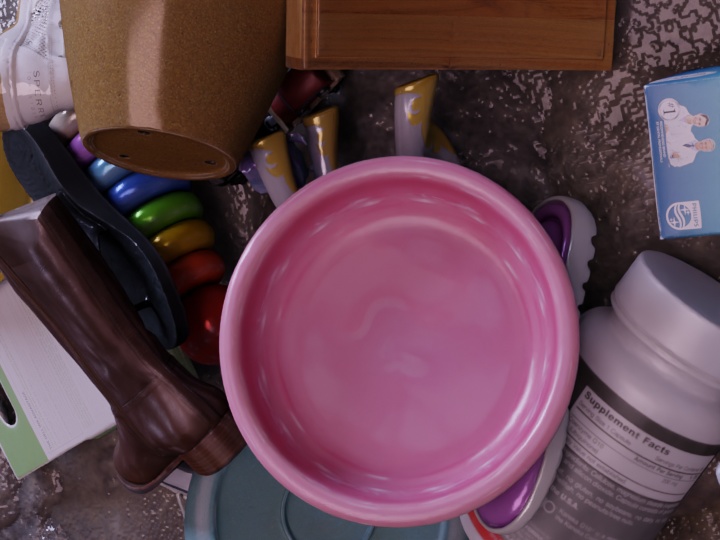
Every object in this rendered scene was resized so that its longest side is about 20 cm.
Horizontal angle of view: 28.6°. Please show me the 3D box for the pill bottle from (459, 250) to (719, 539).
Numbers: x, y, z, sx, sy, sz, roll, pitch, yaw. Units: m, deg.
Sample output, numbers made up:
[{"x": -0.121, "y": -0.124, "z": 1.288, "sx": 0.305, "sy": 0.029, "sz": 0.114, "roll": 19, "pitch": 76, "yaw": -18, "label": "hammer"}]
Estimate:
[{"x": 0.154, "y": 0.096, "z": 0.851, "sx": 0.113, "sy": 0.114, "sz": 0.201, "roll": 36, "pitch": 111, "yaw": 14, "label": "pill bottle"}]

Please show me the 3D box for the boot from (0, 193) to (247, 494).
[{"x": -0.169, "y": 0.044, "z": 0.880, "sx": 0.200, "sy": 0.064, "sz": 0.186, "roll": 48, "pitch": 149, "yaw": -12, "label": "boot"}]

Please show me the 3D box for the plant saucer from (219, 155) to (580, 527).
[{"x": 0.023, "y": 0.040, "z": 0.784, "sx": 0.198, "sy": 0.051, "sz": 0.203, "roll": -2, "pitch": 80, "yaw": 10, "label": "plant saucer"}]

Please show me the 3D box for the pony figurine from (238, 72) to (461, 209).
[{"x": 0.000, "y": 0.000, "z": 0.886, "sx": 0.191, "sy": 0.167, "sz": 0.202, "roll": -19, "pitch": 100, "yaw": 3, "label": "pony figurine"}]

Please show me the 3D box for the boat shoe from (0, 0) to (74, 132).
[{"x": -0.192, "y": -0.148, "z": 0.933, "sx": 0.068, "sy": 0.201, "sz": 0.071, "roll": -3, "pitch": 123, "yaw": 2, "label": "boat shoe"}]

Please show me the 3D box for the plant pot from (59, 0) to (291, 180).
[{"x": -0.104, "y": -0.163, "z": 0.842, "sx": 0.184, "sy": 0.186, "sz": 0.203, "roll": 1, "pitch": 76, "yaw": 23, "label": "plant pot"}]

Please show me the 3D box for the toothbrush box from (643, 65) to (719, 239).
[{"x": 0.266, "y": -0.076, "z": 0.753, "sx": 0.198, "sy": 0.146, "sz": 0.086, "roll": -6, "pitch": 98, "yaw": 23, "label": "toothbrush box"}]

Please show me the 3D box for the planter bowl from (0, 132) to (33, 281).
[{"x": -0.328, "y": -0.075, "z": 1.022, "sx": 0.199, "sy": 0.083, "sz": 0.203, "roll": 2, "pitch": 93, "yaw": 37, "label": "planter bowl"}]

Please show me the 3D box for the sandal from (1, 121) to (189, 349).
[{"x": -0.185, "y": -0.017, "z": 0.928, "sx": 0.201, "sy": 0.048, "sz": 0.076, "roll": 47, "pitch": 145, "yaw": 20, "label": "sandal"}]

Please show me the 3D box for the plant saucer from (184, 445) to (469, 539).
[{"x": -0.020, "y": 0.160, "z": 0.928, "sx": 0.197, "sy": 0.027, "sz": 0.203, "roll": -1, "pitch": 72, "yaw": 4, "label": "plant saucer"}]

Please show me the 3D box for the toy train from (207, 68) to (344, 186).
[{"x": -0.037, "y": -0.123, "z": 0.931, "sx": 0.200, "sy": 0.046, "sz": 0.034, "roll": -42, "pitch": 82, "yaw": 24, "label": "toy train"}]

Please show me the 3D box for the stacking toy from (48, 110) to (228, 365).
[{"x": -0.135, "y": -0.027, "z": 0.957, "sx": 0.085, "sy": 0.085, "sz": 0.201, "roll": -35, "pitch": 77, "yaw": 25, "label": "stacking toy"}]

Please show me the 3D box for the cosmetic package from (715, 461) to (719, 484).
[{"x": 0.309, "y": 0.120, "z": 0.739, "sx": 0.165, "sy": 0.200, "sz": 0.169, "roll": -28, "pitch": 88, "yaw": 25, "label": "cosmetic package"}]

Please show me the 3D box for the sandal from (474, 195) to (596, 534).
[{"x": 0.087, "y": 0.051, "z": 0.828, "sx": 0.082, "sy": 0.049, "sz": 0.205, "roll": -18, "pitch": 56, "yaw": 60, "label": "sandal"}]

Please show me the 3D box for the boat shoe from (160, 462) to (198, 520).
[{"x": -0.076, "y": 0.175, "z": 0.996, "sx": 0.200, "sy": 0.075, "sz": 0.087, "roll": 16, "pitch": 110, "yaw": 11, "label": "boat shoe"}]

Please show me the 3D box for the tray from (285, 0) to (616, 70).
[{"x": 0.056, "y": -0.167, "z": 0.817, "sx": 0.198, "sy": 0.037, "sz": 0.100, "roll": -3, "pitch": 102, "yaw": -21, "label": "tray"}]

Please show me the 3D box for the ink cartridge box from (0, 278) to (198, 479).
[{"x": -0.221, "y": 0.057, "z": 1.048, "sx": 0.199, "sy": 0.048, "sz": 0.147, "roll": -31, "pitch": 86, "yaw": 42, "label": "ink cartridge box"}]
